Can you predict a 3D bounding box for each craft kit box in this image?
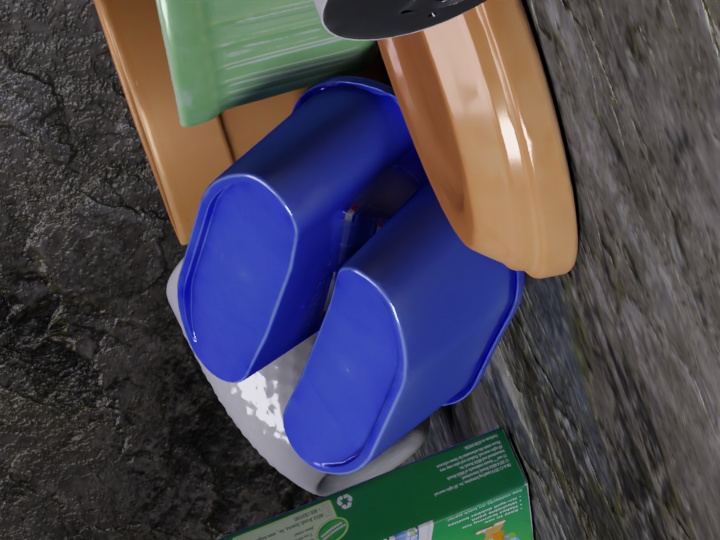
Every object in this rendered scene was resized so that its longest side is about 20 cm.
[{"bbox_3d":[0.006,0.187,1.480,0.198,0.199,0.049,78,170,-62],"label":"craft kit box"}]

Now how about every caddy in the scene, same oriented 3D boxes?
[{"bbox_3d":[0.000,0.000,1.174,0.141,0.105,0.200,42,147,13],"label":"caddy"}]

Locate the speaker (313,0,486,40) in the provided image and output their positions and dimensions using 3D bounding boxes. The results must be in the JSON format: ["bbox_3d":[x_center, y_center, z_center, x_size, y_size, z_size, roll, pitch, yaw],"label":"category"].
[{"bbox_3d":[-0.008,-0.182,0.863,0.081,0.081,0.201,85,165,-73],"label":"speaker"}]

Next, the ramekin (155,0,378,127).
[{"bbox_3d":[-0.054,-0.173,1.168,0.200,0.097,0.201,169,90,-87],"label":"ramekin"}]

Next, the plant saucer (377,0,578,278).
[{"bbox_3d":[0.035,-0.089,1.005,0.200,0.037,0.201,160,90,-85],"label":"plant saucer"}]

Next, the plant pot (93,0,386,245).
[{"bbox_3d":[-0.071,-0.132,1.432,0.200,0.139,0.201,160,90,-86],"label":"plant pot"}]

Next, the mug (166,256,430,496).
[{"bbox_3d":[-0.019,0.060,1.757,0.200,0.147,0.176,10,-133,-60],"label":"mug"}]
